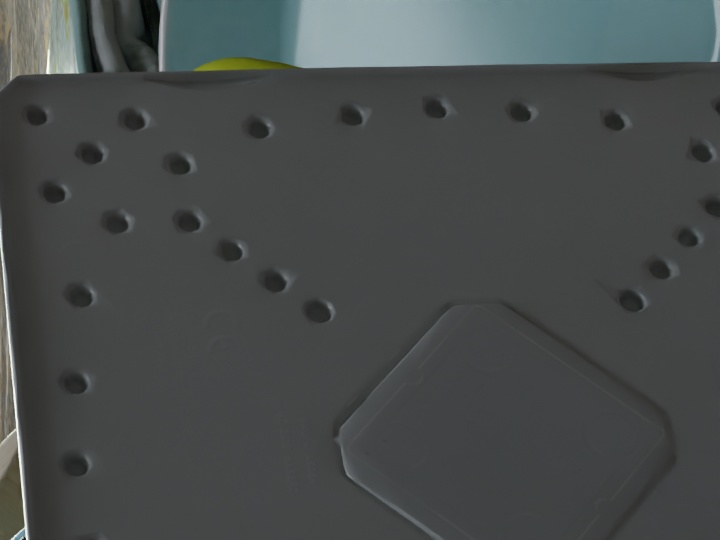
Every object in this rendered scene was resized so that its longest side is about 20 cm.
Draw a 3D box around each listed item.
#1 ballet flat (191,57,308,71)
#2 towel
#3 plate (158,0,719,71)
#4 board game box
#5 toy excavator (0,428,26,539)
[{"bbox_3d":[0.028,0.028,0.675,0.067,0.200,0.067,-43,11,28],"label":"ballet flat"},{"bbox_3d":[-0.106,-0.066,1.247,0.172,0.048,0.201,99,165,-50],"label":"towel"},{"bbox_3d":[0.032,-0.063,0.743,0.026,0.199,0.201,5,-96,-57],"label":"plate"},{"bbox_3d":[0.028,0.042,0.598,0.026,0.199,0.201,105,160,-53],"label":"board game box"},{"bbox_3d":[-0.071,0.087,0.995,0.194,0.100,0.200,-39,22,23],"label":"toy excavator"}]
